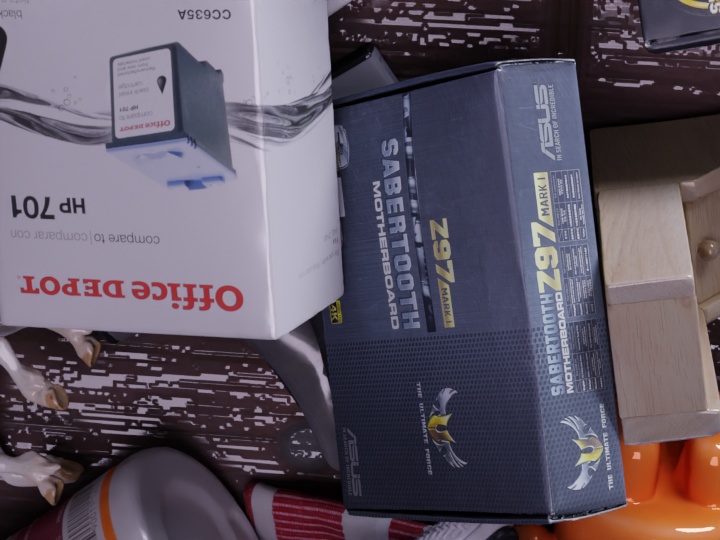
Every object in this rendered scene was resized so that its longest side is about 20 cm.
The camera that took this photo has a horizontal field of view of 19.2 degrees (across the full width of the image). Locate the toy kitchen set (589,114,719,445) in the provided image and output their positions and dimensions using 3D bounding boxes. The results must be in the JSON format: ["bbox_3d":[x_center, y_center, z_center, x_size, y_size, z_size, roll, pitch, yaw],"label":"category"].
[{"bbox_3d":[0.217,0.028,0.990,0.199,0.181,0.164,-7,115,8],"label":"toy kitchen set"}]

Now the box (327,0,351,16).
[{"bbox_3d":[-0.049,-0.185,1.007,0.200,0.036,0.145,-32,107,18],"label":"box"}]

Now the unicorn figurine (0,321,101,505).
[{"bbox_3d":[-0.217,0.078,1.137,0.137,0.074,0.201,17,102,10],"label":"unicorn figurine"}]

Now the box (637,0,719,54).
[{"bbox_3d":[0.188,-0.204,0.922,0.161,0.049,0.201,-8,91,10],"label":"box"}]

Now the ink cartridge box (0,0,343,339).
[{"bbox_3d":[-0.093,-0.076,0.968,0.146,0.086,0.201,2,104,20],"label":"ink cartridge box"}]

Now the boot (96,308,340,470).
[{"bbox_3d":[-0.071,0.018,1.073,0.131,0.070,0.201,-15,101,17],"label":"boot"}]

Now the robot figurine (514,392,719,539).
[{"bbox_3d":[0.153,0.160,1.097,0.143,0.117,0.201,-15,119,-30],"label":"robot figurine"}]

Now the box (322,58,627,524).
[{"bbox_3d":[0.043,0.013,0.971,0.157,0.051,0.201,-6,91,54],"label":"box"}]

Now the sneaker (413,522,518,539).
[{"bbox_3d":[0.030,0.214,1.046,0.200,0.075,0.115,-48,68,27],"label":"sneaker"}]

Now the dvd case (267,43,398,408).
[{"bbox_3d":[0.000,0.000,1.095,0.142,0.018,0.200,-29,108,18],"label":"dvd case"}]

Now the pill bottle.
[{"bbox_3d":[-0.157,0.191,1.149,0.200,0.114,0.114,-34,106,23],"label":"pill bottle"}]

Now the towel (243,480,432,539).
[{"bbox_3d":[0.024,0.195,1.128,0.199,0.023,0.145,11,119,36],"label":"towel"}]
